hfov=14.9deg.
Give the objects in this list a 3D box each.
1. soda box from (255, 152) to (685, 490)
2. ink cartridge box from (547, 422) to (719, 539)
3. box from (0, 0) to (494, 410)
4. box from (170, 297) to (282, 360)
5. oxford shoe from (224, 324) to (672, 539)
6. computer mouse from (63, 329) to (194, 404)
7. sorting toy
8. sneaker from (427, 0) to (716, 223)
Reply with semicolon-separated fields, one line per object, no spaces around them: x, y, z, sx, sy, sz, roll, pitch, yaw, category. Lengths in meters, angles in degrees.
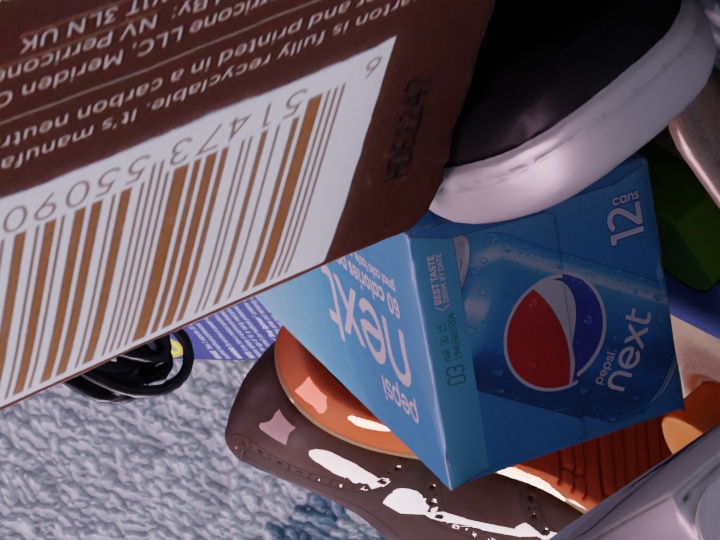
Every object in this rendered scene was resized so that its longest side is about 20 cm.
0.010;-0.015;0.722;0.200;0.064;0.068;-141;37;-64;soda box
0.110;0.107;0.639;0.147;0.086;0.200;53;158;5;ink cartridge box
-0.090;-0.097;0.535;0.200;0.166;0.164;52;150;23;box
0.000;0.000;0.918;0.121;0.199;0.033;57;-146;-67;box
0.050;0.063;0.915;0.199;0.073;0.071;23;-134;-21;oxford shoe
-0.085;-0.072;0.835;0.140;0.201;0.046;23;-176;-14;computer mouse
0.097;0.021;0.727;0.185;0.036;0.200;53;173;-13;sorting toy
0.007;-0.083;0.626;0.112;0.073;0.200;51;180;-18;sneaker
